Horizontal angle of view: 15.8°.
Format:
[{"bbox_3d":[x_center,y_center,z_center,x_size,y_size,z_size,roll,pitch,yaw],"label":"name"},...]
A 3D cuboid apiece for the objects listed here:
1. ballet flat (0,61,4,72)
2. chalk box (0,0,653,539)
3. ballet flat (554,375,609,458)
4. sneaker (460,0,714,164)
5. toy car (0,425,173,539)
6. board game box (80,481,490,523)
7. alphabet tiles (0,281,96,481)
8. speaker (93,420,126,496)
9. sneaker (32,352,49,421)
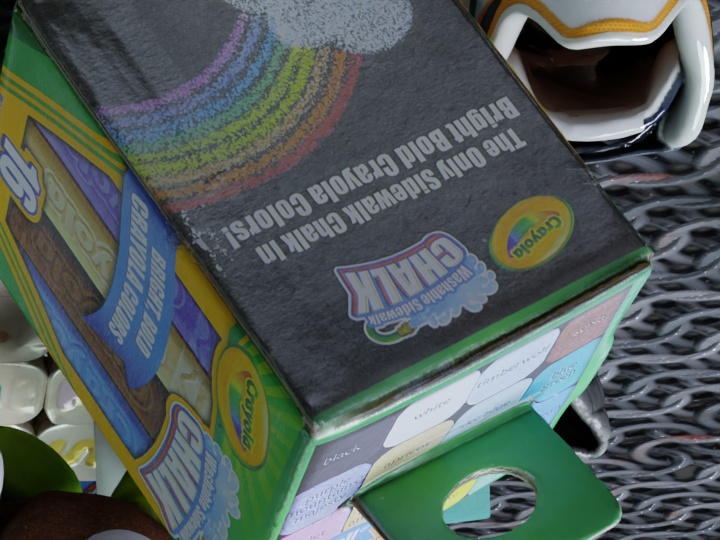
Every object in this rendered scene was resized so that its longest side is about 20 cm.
[{"bbox_3d":[-0.111,-0.063,0.851,0.199,0.057,0.066,-22,165,30],"label":"ballet flat"},{"bbox_3d":[-0.007,0.010,0.751,0.124,0.200,0.124,-25,159,-27],"label":"chalk box"},{"bbox_3d":[0.044,0.037,1.069,0.067,0.057,0.200,-49,146,19],"label":"ballet flat"},{"bbox_3d":[0.068,-0.066,0.803,0.078,0.080,0.200,-4,161,5],"label":"sneaker"},{"bbox_3d":[-0.143,0.075,0.866,0.157,0.165,0.201,3,132,28],"label":"toy car"},{"bbox_3d":[-0.061,0.100,1.207,0.199,0.045,0.152,-4,176,31],"label":"board game box"},{"bbox_3d":[-0.118,0.019,1.002,0.194,0.015,0.201,1,139,-15],"label":"alphabet tiles"},{"bbox_3d":[-0.065,0.085,1.024,0.081,0.082,0.201,0,140,-4],"label":"speaker"},{"bbox_3d":[-0.162,0.033,1.087,0.199,0.077,0.076,-17,126,-1],"label":"sneaker"}]
